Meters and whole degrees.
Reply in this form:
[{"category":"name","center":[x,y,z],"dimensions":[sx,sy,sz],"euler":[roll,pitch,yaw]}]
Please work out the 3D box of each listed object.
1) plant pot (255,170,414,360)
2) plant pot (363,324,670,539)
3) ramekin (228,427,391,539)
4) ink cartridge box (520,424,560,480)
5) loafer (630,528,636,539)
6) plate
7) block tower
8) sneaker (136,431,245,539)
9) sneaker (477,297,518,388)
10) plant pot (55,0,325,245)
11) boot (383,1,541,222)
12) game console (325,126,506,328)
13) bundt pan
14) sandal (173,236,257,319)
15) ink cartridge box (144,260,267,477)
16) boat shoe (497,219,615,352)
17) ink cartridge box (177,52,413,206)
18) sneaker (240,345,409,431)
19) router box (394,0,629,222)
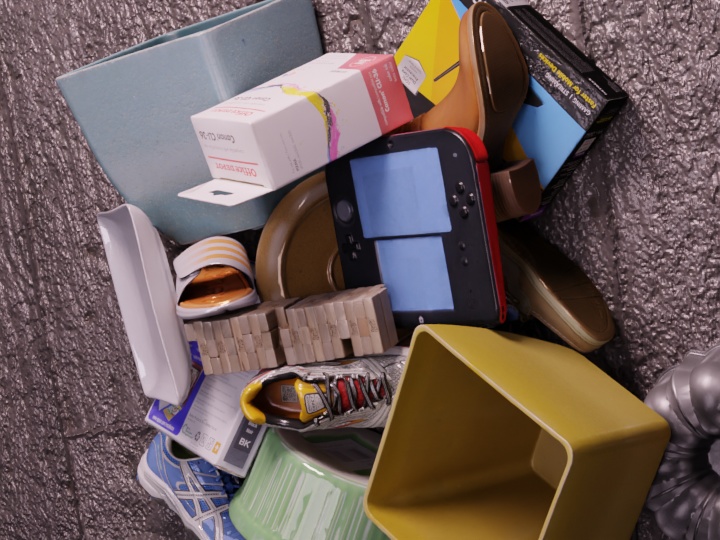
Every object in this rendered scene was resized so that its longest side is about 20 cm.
[{"category":"plant pot","center":[0.000,0.000,1.706],"dimensions":[0.199,0.027,0.201],"euler":[0,93,-9]},{"category":"plant pot","center":[0.149,0.167,1.555],"dimensions":[0.200,0.176,0.201],"euler":[39,125,39]},{"category":"ramekin","center":[-0.019,0.219,1.735],"dimensions":[0.200,0.200,0.098],"euler":[26,104,27]},{"category":"ink cartridge box","center":[0.139,0.142,1.709],"dimensions":[0.200,0.042,0.120],"euler":[38,117,20]},{"category":"loafer","center":[0.209,0.292,1.667],"dimensions":[0.075,0.070,0.201],"euler":[9,105,26]},{"category":"plate","center":[-0.212,0.032,1.791],"dimensions":[0.200,0.032,0.200],"euler":[176,79,-73]},{"category":"block tower","center":[-0.061,0.056,1.655],"dimensions":[0.199,0.054,0.058],"euler":[-7,101,27]},{"category":"sneaker","center":[-0.157,0.238,1.896],"dimensions":[0.200,0.076,0.077],"euler":[34,120,23]},{"category":"sneaker","center":[0.099,0.100,1.644],"dimensions":[0.078,0.075,0.201],"euler":[28,124,42]},{"category":"plant pot","center":[-0.142,-0.140,1.760],"dimensions":[0.195,0.196,0.201],"euler":[-11,103,34]},{"category":"boot","center":[0.079,-0.135,1.627],"dimensions":[0.155,0.077,0.201],"euler":[-5,104,42]},{"category":"game console","center":[0.047,-0.035,1.608],"dimensions":[0.200,0.031,0.178],"euler":[-3,95,50]},{"category":"bundt pan","center":[0.323,0.166,1.570],"dimensions":[0.201,0.076,0.203],"euler":[6,101,32]},{"category":"sandal","center":[-0.146,-0.005,1.736],"dimensions":[0.079,0.207,0.059],"euler":[-13,106,-3]},{"category":"ink cartridge box","center":[-0.128,0.089,1.798],"dimensions":[0.198,0.043,0.201],"euler":[18,83,62]},{"category":"boat shoe","center":[0.154,0.011,1.660],"dimensions":[0.200,0.074,0.067],"euler":[49,124,28]},{"category":"ink cartridge box","center":[-0.068,-0.128,1.601],"dimensions":[0.116,0.200,0.068],"euler":[11,125,57]},{"category":"sneaker","center":[-0.018,0.118,1.638],"dimensions":[0.199,0.082,0.078],"euler":[-8,96,22]},{"category":"router box","center":[0.129,-0.167,1.651],"dimensions":[0.200,0.051,0.149],"euler":[45,122,19]}]
